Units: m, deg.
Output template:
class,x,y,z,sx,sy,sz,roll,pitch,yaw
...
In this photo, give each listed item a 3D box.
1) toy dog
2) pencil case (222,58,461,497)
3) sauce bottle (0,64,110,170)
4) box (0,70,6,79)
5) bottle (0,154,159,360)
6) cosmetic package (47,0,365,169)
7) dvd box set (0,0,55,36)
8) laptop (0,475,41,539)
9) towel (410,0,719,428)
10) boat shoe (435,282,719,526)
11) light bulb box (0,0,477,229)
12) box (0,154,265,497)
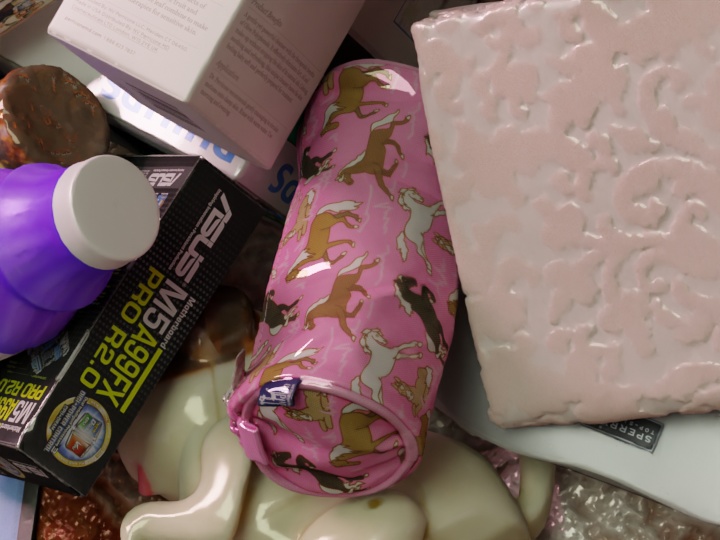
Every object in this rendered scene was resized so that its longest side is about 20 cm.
class,x,y,z,sx,sy,sz,roll,pitch,yaw
toy dog,-0.030,0.095,1.239,0.194,0.140,0.200,-45,61,-9
pencil case,0.000,0.000,1.193,0.083,0.086,0.201,-36,31,46
sauce bottle,-0.195,-0.027,1.311,0.200,0.066,0.066,-41,57,44
box,-0.258,-0.099,1.394,0.107,0.148,0.200,37,92,29
bottle,-0.165,-0.002,1.205,0.200,0.065,0.084,-20,95,47
cosmetic package,-0.039,-0.159,1.196,0.085,0.108,0.201,27,85,24
dvd box set,-0.252,-0.140,1.302,0.200,0.029,0.147,-31,64,14
laptop,-0.274,0.114,1.361,0.103,0.199,0.178,-20,60,58
towel,0.128,-0.031,1.129,0.199,0.032,0.192,-7,103,29
boat shoe,0.110,0.059,1.220,0.199,0.066,0.072,21,89,22
light bulb box,-0.061,-0.147,1.332,0.198,0.125,0.201,27,86,28
box,-0.144,0.021,1.290,0.161,0.044,0.200,-59,26,-15
